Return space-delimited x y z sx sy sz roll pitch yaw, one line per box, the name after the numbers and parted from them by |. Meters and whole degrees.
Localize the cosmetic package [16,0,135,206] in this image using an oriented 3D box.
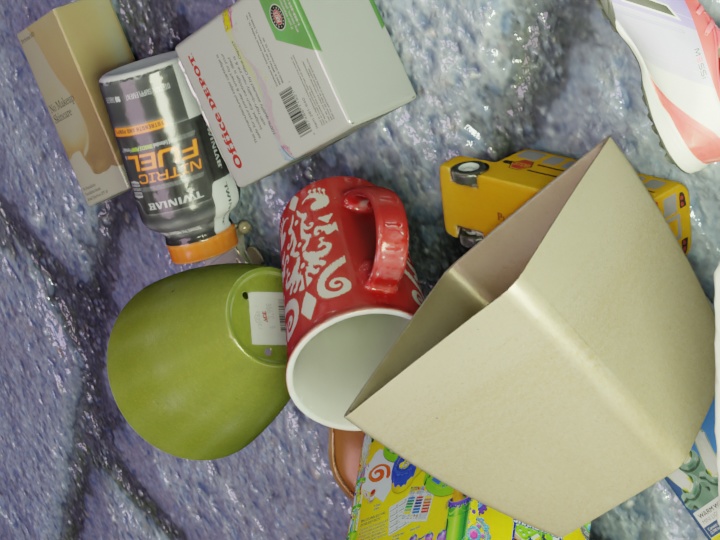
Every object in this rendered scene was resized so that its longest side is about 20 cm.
-0.278 -0.180 1.759 0.105 0.071 0.201 -18 97 54 | cosmetic package

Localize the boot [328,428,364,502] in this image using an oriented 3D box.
0.028 0.136 1.578 0.155 0.076 0.201 -41 70 49 | boot

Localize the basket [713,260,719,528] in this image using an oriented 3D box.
0.335 0.062 1.033 0.160 0.198 0.202 15 122 41 | basket

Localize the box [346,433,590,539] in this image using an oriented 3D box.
0.090 0.190 1.397 0.200 0.121 0.194 -32 43 55 | box

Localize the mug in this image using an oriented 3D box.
0.007 0.007 1.422 0.178 0.133 0.201 -45 32 24 | mug

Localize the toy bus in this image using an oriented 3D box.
0.153 -0.047 1.290 0.199 0.078 0.066 18 126 45 | toy bus

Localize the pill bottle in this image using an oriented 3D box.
-0.181 -0.110 1.651 0.106 0.106 0.202 2 113 51 | pill bottle

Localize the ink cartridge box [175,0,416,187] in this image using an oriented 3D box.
-0.062 -0.176 1.477 0.199 0.084 0.146 -23 93 54 | ink cartridge box

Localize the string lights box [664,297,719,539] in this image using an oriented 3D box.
0.278 0.133 1.259 0.201 0.059 0.103 55 143 12 | string lights box

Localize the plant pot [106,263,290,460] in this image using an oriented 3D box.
-0.121 0.067 1.572 0.188 0.186 0.200 62 148 3 | plant pot

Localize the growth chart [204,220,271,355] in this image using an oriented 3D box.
-0.116 0.051 1.741 0.144 0.018 0.202 -12 101 53 | growth chart

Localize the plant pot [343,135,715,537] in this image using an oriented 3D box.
0.143 0.064 1.176 0.177 0.200 0.200 44 133 -5 | plant pot

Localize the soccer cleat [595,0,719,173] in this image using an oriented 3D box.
0.217 -0.171 1.159 0.073 0.068 0.201 -24 88 31 | soccer cleat
